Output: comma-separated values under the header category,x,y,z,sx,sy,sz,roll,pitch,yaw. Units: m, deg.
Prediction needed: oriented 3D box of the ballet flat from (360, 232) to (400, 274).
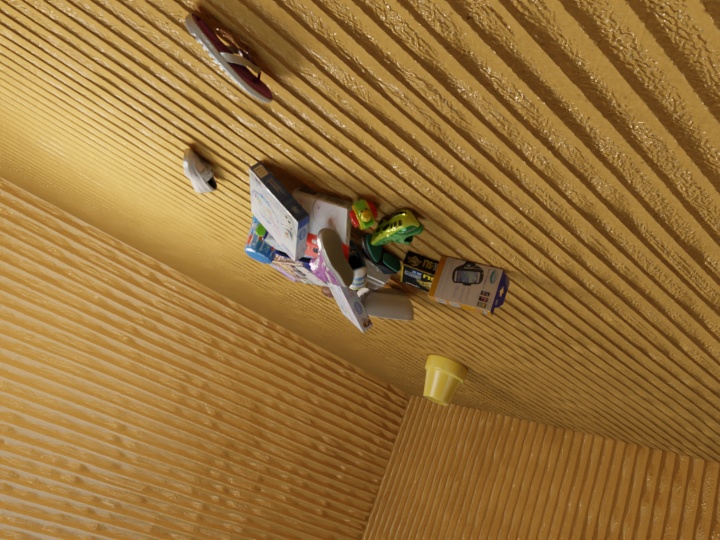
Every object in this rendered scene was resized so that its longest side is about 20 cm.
category,x,y,z,sx,sy,sz,roll,pitch,yaw
ballet flat,0.042,-0.042,1.654,0.072,0.074,0.199,8,160,39

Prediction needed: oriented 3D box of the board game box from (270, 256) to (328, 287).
category,x,y,z,sx,sy,sz,roll,pitch,yaw
board game box,-0.194,-0.030,1.955,0.197,0.098,0.159,7,158,42

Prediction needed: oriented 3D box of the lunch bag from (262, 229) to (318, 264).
category,x,y,z,sx,sy,sz,roll,pitch,yaw
lunch bag,-0.176,-0.092,1.718,0.167,0.130,0.200,16,174,14

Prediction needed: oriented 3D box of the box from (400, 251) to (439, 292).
category,x,y,z,sx,sy,sz,roll,pitch,yaw
box,0.216,0.023,1.672,0.196,0.050,0.160,21,161,8

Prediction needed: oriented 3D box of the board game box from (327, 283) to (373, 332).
category,x,y,z,sx,sy,sz,roll,pitch,yaw
board game box,-0.051,0.070,1.778,0.203,0.041,0.199,64,168,-22

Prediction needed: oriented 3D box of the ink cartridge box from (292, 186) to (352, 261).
category,x,y,z,sx,sy,sz,roll,pitch,yaw
ink cartridge box,-0.104,-0.104,1.520,0.160,0.057,0.204,17,121,17

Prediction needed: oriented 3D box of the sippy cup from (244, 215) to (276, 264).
category,x,y,z,sx,sy,sz,roll,pitch,yaw
sippy cup,-0.301,-0.098,1.831,0.138,0.133,0.178,10,160,37

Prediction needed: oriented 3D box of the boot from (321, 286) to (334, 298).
category,x,y,z,sx,sy,sz,roll,pitch,yaw
boot,-0.111,0.034,2.099,0.183,0.066,0.200,-4,155,30

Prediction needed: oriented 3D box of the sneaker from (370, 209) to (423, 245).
category,x,y,z,sx,sy,sz,roll,pitch,yaw
sneaker,0.088,-0.091,1.444,0.083,0.075,0.199,32,161,-18

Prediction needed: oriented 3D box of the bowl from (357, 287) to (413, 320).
category,x,y,z,sx,sy,sz,roll,pitch,yaw
bowl,0.078,0.102,1.929,0.195,0.076,0.200,7,-173,-9

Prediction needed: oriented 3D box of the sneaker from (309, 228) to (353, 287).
category,x,y,z,sx,sy,sz,roll,pitch,yaw
sneaker,-0.100,-0.032,1.524,0.112,0.073,0.203,10,140,29

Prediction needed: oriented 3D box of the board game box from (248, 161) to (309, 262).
category,x,y,z,sx,sy,sz,roll,pitch,yaw
board game box,-0.214,-0.149,1.506,0.200,0.043,0.200,48,155,15

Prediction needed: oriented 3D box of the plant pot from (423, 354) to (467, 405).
category,x,y,z,sx,sy,sz,roll,pitch,yaw
plant pot,0.386,0.525,2.730,0.197,0.192,0.201,20,162,7

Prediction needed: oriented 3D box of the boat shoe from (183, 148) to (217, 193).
category,x,y,z,sx,sy,sz,roll,pitch,yaw
boat shoe,-0.443,-0.273,1.609,0.067,0.074,0.201,0,155,-1

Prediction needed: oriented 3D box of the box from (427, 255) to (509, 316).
category,x,y,z,sx,sy,sz,roll,pitch,yaw
box,0.286,0.041,1.506,0.197,0.121,0.042,15,163,25

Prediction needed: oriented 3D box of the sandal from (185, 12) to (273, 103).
category,x,y,z,sx,sy,sz,roll,pitch,yaw
sandal,-0.218,-0.374,1.016,0.049,0.083,0.202,-36,130,19

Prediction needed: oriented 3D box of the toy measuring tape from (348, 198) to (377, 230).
category,x,y,z,sx,sy,sz,roll,pitch,yaw
toy measuring tape,0.004,-0.140,1.451,0.072,0.075,0.200,23,-179,-4

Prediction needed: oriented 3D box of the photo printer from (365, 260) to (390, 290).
category,x,y,z,sx,sy,sz,roll,pitch,yaw
photo printer,0.000,0.000,1.819,0.164,0.071,0.200,25,170,-6

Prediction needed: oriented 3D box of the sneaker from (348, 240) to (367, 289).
category,x,y,z,sx,sy,sz,roll,pitch,yaw
sneaker,-0.033,-0.045,1.639,0.202,0.073,0.083,59,162,31
